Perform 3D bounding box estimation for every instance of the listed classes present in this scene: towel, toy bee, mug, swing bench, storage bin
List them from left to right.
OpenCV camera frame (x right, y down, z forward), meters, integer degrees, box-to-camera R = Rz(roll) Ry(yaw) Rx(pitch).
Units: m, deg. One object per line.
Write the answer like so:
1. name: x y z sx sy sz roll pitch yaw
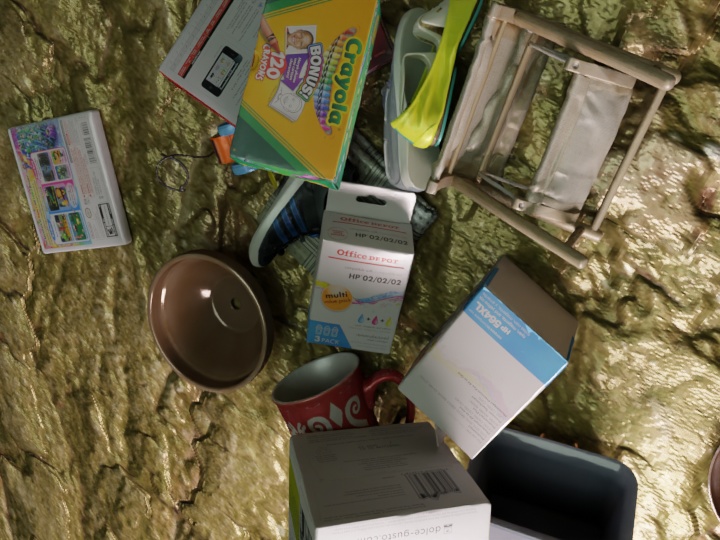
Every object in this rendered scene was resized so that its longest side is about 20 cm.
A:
1. toy bee: -0.152 -0.174 0.883 0.194 0.109 0.135 4 113 2
2. towel: -0.023 -0.074 0.908 0.199 0.035 0.193 42 120 4
3. mug: -0.011 0.232 0.938 0.174 0.133 0.205 -11 106 36
4. storage bin: 0.231 0.297 0.865 0.195 0.147 0.136 13 139 18
5. swing bench: 0.198 -0.148 0.733 0.197 0.129 0.203 29 116 18

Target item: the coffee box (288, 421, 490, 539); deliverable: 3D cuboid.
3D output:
1. coffee box: 0.022 0.322 0.814 0.194 0.200 0.204 -2 104 -15

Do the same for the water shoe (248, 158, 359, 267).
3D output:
1. water shoe: -0.075 -0.065 0.874 0.078 0.072 0.201 37 121 2

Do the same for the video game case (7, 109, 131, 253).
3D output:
1. video game case: -0.453 -0.134 1.074 0.177 0.024 0.206 -4 106 25

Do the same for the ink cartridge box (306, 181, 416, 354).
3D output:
1. ink cartridge box: 0.000 0.000 0.852 0.112 0.069 0.204 7 125 -5

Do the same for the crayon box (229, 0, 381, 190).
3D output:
1. crayon box: -0.057 -0.201 0.737 0.115 0.058 0.206 13 89 4

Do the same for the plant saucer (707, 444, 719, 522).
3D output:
1. plant saucer: 0.499 0.241 0.777 0.195 0.034 0.206 7 109 20

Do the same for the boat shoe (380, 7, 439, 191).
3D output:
1. boat shoe: 0.052 -0.196 0.806 0.071 0.069 0.207 7 98 54

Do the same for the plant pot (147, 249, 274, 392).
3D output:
1. plant pot: -0.198 0.062 0.987 0.196 0.092 0.207 7 109 22

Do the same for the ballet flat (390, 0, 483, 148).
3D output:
1. ballet flat: 0.081 -0.235 0.745 0.065 0.067 0.205 18 85 -6

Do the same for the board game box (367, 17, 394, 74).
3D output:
1. board game box: -0.058 -0.270 0.862 0.196 0.019 0.105 -22 98 27

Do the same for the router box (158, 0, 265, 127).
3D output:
1. router box: -0.108 -0.262 0.801 0.178 0.049 0.202 35 91 8

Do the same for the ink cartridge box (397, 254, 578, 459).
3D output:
1. ink cartridge box: 0.146 0.110 0.833 0.125 0.128 0.201 41 117 6
